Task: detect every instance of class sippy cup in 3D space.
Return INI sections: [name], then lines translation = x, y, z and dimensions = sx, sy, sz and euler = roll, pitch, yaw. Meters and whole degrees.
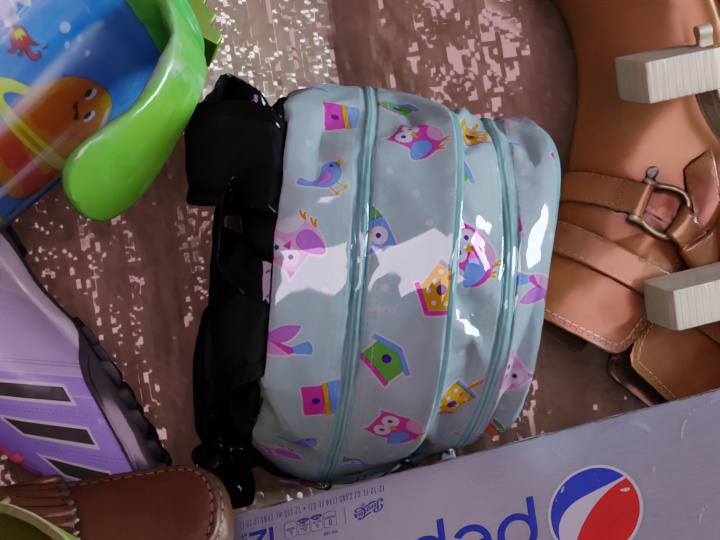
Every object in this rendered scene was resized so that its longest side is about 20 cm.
[sippy cup]
translation = -0.146, -0.072, 0.781
dimensions = 0.140, 0.178, 0.131
euler = 45, 73, -16

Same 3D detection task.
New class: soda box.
[soda box]
translation = 0.057, 0.104, 0.771
dimensions = 0.198, 0.063, 0.069
euler = -17, 58, 16

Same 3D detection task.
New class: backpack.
[backpack]
translation = 0.000, 0.000, 0.796
dimensions = 0.125, 0.200, 0.169
euler = -1, 83, -6

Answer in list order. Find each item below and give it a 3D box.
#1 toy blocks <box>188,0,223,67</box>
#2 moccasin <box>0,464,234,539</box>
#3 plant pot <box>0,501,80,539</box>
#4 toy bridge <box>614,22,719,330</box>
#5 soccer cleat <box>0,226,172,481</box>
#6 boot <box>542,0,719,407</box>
[toy blocks]
translation = -0.112, -0.193, 0.868
dimensions = 0.199, 0.100, 0.137
euler = 29, 70, -2
[moccasin]
translation = -0.143, 0.102, 0.760
dimensions = 0.199, 0.078, 0.074
euler = -8, 49, 4
[plant pot]
translation = -0.071, 0.190, 0.699
dimensions = 0.199, 0.186, 0.189
euler = 28, 79, -46
[toy bridge]
translation = 0.142, 0.006, 0.840
dimensions = 0.067, 0.027, 0.202
euler = -12, 103, -18
[soccer cleat]
translation = -0.140, 0.035, 0.847
dimensions = 0.073, 0.068, 0.201
euler = -37, 84, -8
[boot]
translation = 0.101, -0.048, 0.881
dimensions = 0.199, 0.077, 0.156
euler = 38, 82, -11
